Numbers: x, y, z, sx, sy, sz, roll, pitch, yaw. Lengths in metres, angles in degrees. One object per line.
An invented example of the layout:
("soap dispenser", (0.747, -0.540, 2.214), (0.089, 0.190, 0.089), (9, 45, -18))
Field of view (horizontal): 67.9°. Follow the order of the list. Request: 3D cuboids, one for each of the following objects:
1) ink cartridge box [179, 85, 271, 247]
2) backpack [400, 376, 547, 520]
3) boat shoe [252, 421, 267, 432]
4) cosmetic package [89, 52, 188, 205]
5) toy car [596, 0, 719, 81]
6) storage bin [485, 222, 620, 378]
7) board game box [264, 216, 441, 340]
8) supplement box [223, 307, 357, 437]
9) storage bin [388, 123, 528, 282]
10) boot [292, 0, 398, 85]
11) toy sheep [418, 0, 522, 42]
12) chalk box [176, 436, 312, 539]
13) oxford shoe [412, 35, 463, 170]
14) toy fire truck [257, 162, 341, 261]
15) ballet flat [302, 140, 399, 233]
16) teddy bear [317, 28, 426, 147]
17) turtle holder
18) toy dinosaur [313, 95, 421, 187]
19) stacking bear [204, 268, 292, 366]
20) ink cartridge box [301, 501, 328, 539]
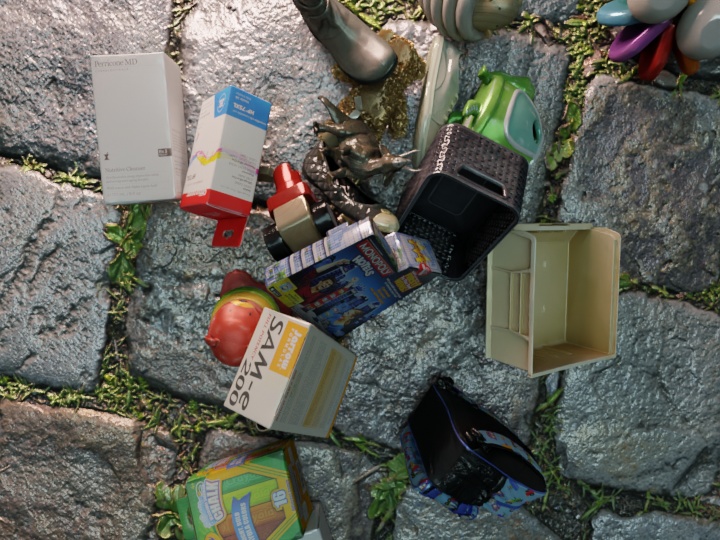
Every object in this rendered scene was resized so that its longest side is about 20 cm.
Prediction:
("ink cartridge box", (-0.196, -0.140, 0.758), (0.066, 0.115, 0.207), (14, 83, -36))
("backpack", (0.177, 0.290, 0.822), (0.197, 0.183, 0.136), (33, 102, -18))
("boat shoe", (-0.102, 0.170, 0.838), (0.075, 0.072, 0.203), (32, 93, -6))
("cosmetic package", (-0.318, -0.203, 0.784), (0.109, 0.081, 0.207), (-5, 97, -1))
("toy car", (0.440, -0.368, 0.792), (0.197, 0.177, 0.151), (31, 130, -6))
("storage bin", (0.288, 0.033, 0.798), (0.195, 0.093, 0.206), (-4, 97, -32))
("board game box", (0.000, 0.000, 0.714), (0.196, 0.200, 0.063), (-26, 57, 9))
("supplement box", (-0.082, 0.143, 0.710), (0.072, 0.200, 0.129), (17, 76, 22))
("storage bin", (0.131, -0.088, 0.756), (0.132, 0.201, 0.096), (24, 57, -5))
("boot", (-0.042, -0.341, 0.726), (0.068, 0.130, 0.200), (-47, 64, 7))
("toy sheep", (0.149, -0.403, 0.769), (0.138, 0.138, 0.200), (-45, 53, 2))
("chalk box", (-0.186, 0.353, 0.814), (0.194, 0.124, 0.128), (-18, 83, -2))
("oxford shoe", (0.117, -0.249, 0.812), (0.056, 0.075, 0.207), (12, 91, -7))
("toy fire truck", (-0.096, -0.083, 0.789), (0.126, 0.177, 0.204), (-24, 58, 8))
("ballet flat", (-0.016, -0.118, 0.767), (0.199, 0.066, 0.058), (42, 115, 27))
("teddy bear", (0.016, -0.256, 0.815), (0.141, 0.067, 0.206), (16, 101, 5))
("turtle holder", (0.200, -0.210, 0.800), (0.129, 0.187, 0.142), (28, 126, -5))
("toy dinosaur", (-0.009, -0.174, 0.757), (0.100, 0.201, 0.078), (-11, 136, -29))
("stacking bear", (-0.165, 0.076, 0.761), (0.118, 0.200, 0.117), (17, 95, -5))
("ink cartridge box", (-0.103, 0.506, 0.865), (0.141, 0.084, 0.206), (-17, 96, -2))
